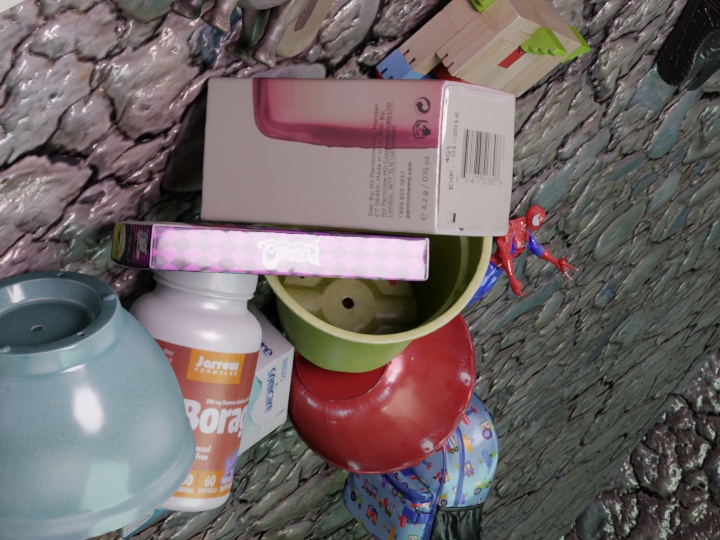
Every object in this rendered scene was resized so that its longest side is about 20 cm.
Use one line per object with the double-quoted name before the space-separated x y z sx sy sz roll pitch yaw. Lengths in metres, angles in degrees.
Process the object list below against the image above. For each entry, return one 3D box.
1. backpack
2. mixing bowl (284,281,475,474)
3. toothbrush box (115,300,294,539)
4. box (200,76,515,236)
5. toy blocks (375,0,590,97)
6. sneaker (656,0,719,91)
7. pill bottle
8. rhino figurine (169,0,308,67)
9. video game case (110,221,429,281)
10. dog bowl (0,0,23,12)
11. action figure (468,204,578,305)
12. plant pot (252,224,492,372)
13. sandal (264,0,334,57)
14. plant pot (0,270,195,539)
"backpack" 0.077 0.228 2.111 0.134 0.183 0.200 -8 127 -33
"mixing bowl" 0.001 0.087 1.655 0.200 0.200 0.108 -46 157 3
"toothbrush box" -0.162 0.131 1.585 0.200 0.085 0.147 -35 157 -23
"box" -0.001 -0.084 1.287 0.128 0.199 0.109 -2 95 -62
"toy blocks" 0.100 -0.182 1.501 0.137 0.100 0.200 -39 162 20
"sneaker" 0.393 -0.267 1.924 0.104 0.060 0.200 -24 157 -41
"pill bottle" -0.143 0.085 1.419 0.112 0.112 0.201 -3 107 -61
"rhino figurine" -0.086 -0.199 1.129 0.088 0.060 0.200 -64 159 -2
"video game case" -0.071 -0.015 1.279 0.199 0.036 0.181 3 -178 -16
"dog bowl" -0.197 -0.218 0.857 0.200 0.079 0.200 -38 159 -18
"action figure" 0.164 0.019 1.986 0.200 0.099 0.065 -56 158 22
"plant pot" 0.000 0.000 1.515 0.200 0.200 0.184 -37 166 -20
"sandal" -0.008 -0.225 1.234 0.080 0.057 0.201 -25 152 -42
"plant pot" -0.226 0.085 1.264 0.200 0.200 0.135 -29 128 -36
